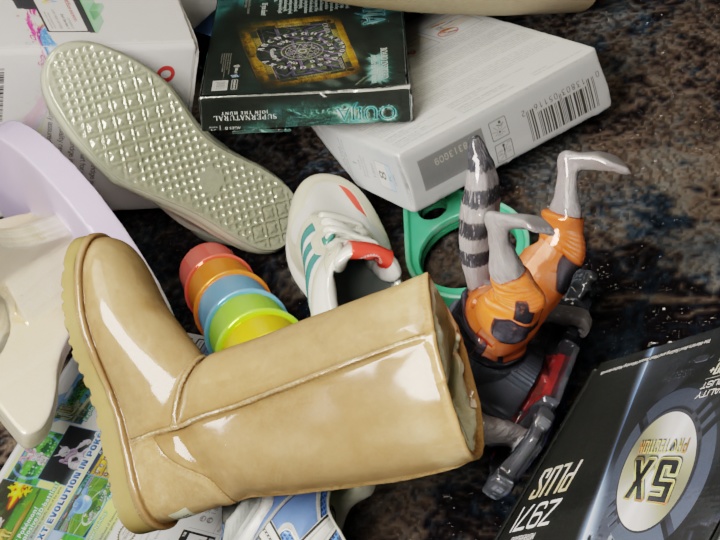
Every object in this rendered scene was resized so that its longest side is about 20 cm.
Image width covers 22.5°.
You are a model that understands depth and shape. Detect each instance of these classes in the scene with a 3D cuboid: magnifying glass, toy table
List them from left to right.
[{"bbox_3d":[-0.212,0.010,1.110,0.117,0.184,0.200,-32,52,-25],"label":"toy table"},{"bbox_3d":[0.044,-0.042,1.176,0.079,0.022,0.200,-31,43,-6],"label":"magnifying glass"}]

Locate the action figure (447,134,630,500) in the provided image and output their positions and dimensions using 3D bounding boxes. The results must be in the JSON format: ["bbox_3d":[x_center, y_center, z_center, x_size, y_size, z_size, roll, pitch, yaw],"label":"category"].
[{"bbox_3d":[0.081,0.019,1.006,0.104,0.194,0.200,24,31,5],"label":"action figure"}]

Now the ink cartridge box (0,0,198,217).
[{"bbox_3d":[-0.219,-0.115,1.214,0.199,0.145,0.084,-4,45,-18],"label":"ink cartridge box"}]

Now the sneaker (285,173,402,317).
[{"bbox_3d":[0.000,0.000,1.091,0.070,0.094,0.200,6,47,-14],"label":"sneaker"}]

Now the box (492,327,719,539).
[{"bbox_3d":[0.160,0.115,0.868,0.164,0.086,0.200,-56,15,-27],"label":"box"}]

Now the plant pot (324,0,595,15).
[{"bbox_3d":[0.040,-0.249,1.212,0.199,0.188,0.188,-12,43,-13],"label":"plant pot"}]

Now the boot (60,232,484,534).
[{"bbox_3d":[-0.048,0.039,0.956,0.199,0.066,0.176,-18,85,21],"label":"boot"}]

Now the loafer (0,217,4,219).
[{"bbox_3d":[-0.286,-0.089,1.322,0.070,0.070,0.201,-31,53,13],"label":"loafer"}]

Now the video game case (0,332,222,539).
[{"bbox_3d":[-0.133,0.122,1.101,0.182,0.022,0.200,9,55,29],"label":"video game case"}]

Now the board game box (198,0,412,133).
[{"bbox_3d":[-0.034,-0.147,1.218,0.135,0.028,0.200,-2,28,1],"label":"board game box"}]

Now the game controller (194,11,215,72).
[{"bbox_3d":[-0.114,-0.194,1.368,0.199,0.042,0.104,22,61,35],"label":"game controller"}]

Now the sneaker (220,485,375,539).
[{"bbox_3d":[-0.042,0.175,0.974,0.077,0.076,0.201,3,60,11],"label":"sneaker"}]

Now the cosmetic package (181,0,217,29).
[{"bbox_3d":[-0.200,-0.190,1.326,0.200,0.081,0.113,-45,50,1],"label":"cosmetic package"}]

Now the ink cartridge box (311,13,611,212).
[{"bbox_3d":[0.046,-0.114,1.220,0.160,0.047,0.200,-30,27,-19],"label":"ink cartridge box"}]

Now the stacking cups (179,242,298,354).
[{"bbox_3d":[-0.068,0.030,1.099,0.060,0.061,0.200,-28,23,-3],"label":"stacking cups"}]

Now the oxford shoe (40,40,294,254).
[{"bbox_3d":[-0.128,-0.075,1.175,0.075,0.200,0.058,-60,25,-12],"label":"oxford shoe"}]
